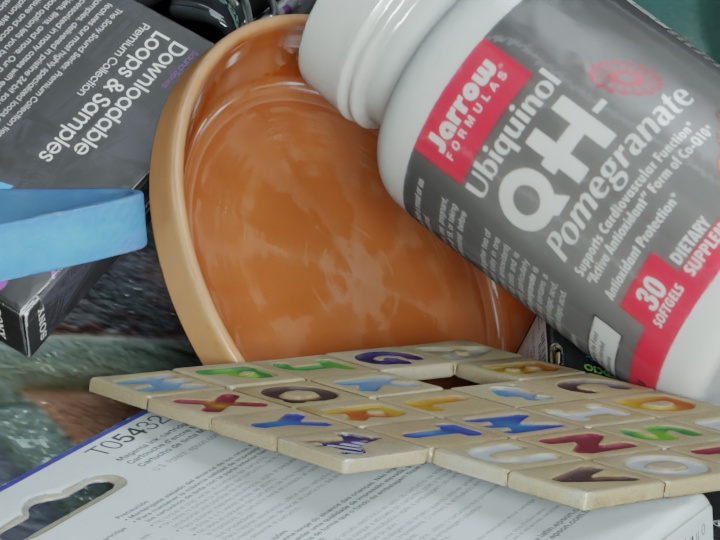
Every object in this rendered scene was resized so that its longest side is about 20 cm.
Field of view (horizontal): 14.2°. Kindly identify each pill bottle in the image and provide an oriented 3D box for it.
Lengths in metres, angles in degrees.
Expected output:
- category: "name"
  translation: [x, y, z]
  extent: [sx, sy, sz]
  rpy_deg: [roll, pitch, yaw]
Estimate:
- category: "pill bottle"
  translation: [0.077, -0.043, 1.030]
  extent: [0.200, 0.111, 0.111]
  rpy_deg: [39, 25, 20]

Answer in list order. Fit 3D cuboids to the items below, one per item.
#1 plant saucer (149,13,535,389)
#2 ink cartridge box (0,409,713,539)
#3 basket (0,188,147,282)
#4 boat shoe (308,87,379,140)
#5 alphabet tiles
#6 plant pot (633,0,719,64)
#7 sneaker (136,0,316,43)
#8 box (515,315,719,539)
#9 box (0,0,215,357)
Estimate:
- category: "plant saucer"
  translation: [0.000, 0.000, 1.076]
  extent: [0.200, 0.032, 0.200]
  rpy_deg: [24, 52, -35]
- category: "ink cartridge box"
  translation: [-0.029, 0.098, 0.840]
  extent: [0.200, 0.043, 0.196]
  rpy_deg: [8, 21, 33]
- category: "basket"
  translation: [-0.186, -0.006, 0.853]
  extent: [0.200, 0.139, 0.176]
  rpy_deg: [-2, 6, 33]
- category: "boat shoe"
  translation: [0.038, -0.076, 1.197]
  extent: [0.202, 0.072, 0.060]
  rpy_deg: [-8, 16, -36]
- category: "alphabet tiles"
  translation: [0.037, 0.048, 0.925]
  extent: [0.167, 0.008, 0.200]
  rpy_deg: [-4, 11, -40]
- category: "plant pot"
  translation: [0.152, -0.079, 1.129]
  extent: [0.200, 0.200, 0.134]
  rpy_deg: [34, 44, 29]
- category: "sneaker"
  translation: [-0.059, -0.103, 1.202]
  extent: [0.200, 0.078, 0.140]
  rpy_deg: [-35, 19, -26]
- category: "box"
  translation: [0.151, 0.106, 1.012]
  extent: [0.200, 0.050, 0.199]
  rpy_deg: [17, 35, -11]
- category: "box"
  translation: [-0.162, -0.068, 1.103]
  extent: [0.200, 0.036, 0.143]
  rpy_deg: [29, 60, 20]
